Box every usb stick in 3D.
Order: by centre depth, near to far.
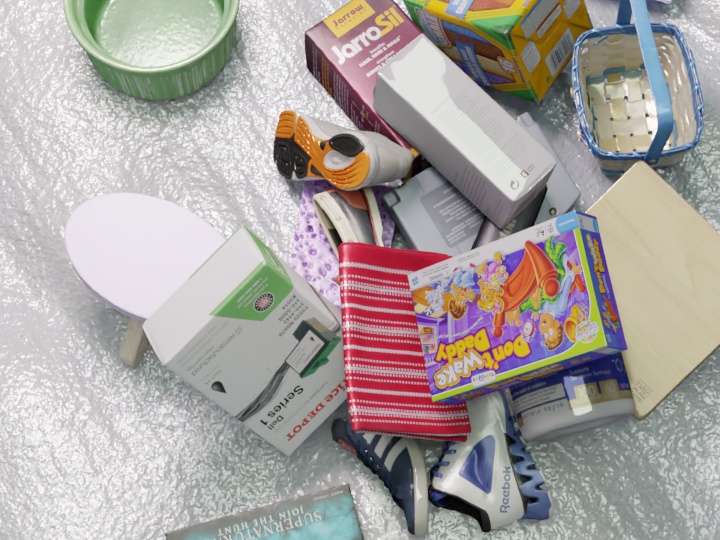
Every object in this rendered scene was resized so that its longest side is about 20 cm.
[{"bbox_3d":[0.146,-0.018,1.612,0.055,0.033,0.201,20,75,14],"label":"usb stick"}]

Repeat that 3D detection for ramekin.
[{"bbox_3d":[-0.234,-0.294,1.717,0.199,0.098,0.201,0,70,0],"label":"ramekin"}]

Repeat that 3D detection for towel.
[{"bbox_3d":[0.045,0.071,1.517,0.144,0.022,0.201,8,66,-30],"label":"towel"}]

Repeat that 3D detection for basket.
[{"bbox_3d":[0.302,-0.195,1.628,0.138,0.200,0.177,-6,69,-3],"label":"basket"}]

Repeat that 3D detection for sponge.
[{"bbox_3d":[-0.024,-0.006,1.650,0.111,0.030,0.201,10,70,2],"label":"sponge"}]

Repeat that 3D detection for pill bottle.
[{"bbox_3d":[0.199,0.063,1.523,0.119,0.120,0.201,-13,77,-5],"label":"pill bottle"}]

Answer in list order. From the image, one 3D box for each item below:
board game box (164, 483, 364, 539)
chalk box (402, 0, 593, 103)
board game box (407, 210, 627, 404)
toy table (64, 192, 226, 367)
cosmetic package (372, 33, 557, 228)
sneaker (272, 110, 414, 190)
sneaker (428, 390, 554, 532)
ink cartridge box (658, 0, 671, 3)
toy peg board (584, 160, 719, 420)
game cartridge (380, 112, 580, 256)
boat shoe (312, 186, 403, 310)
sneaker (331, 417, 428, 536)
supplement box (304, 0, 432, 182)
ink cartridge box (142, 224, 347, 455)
[{"bbox_3d":[-0.090,0.310,1.535,0.199,0.028,0.136,-15,70,-6],"label":"board game box"},{"bbox_3d":[0.139,-0.296,1.689,0.199,0.124,0.125,25,70,36],"label":"chalk box"},{"bbox_3d":[0.150,0.039,1.458,0.199,0.045,0.135,-22,71,32],"label":"board game box"},{"bbox_3d":[-0.214,0.005,1.599,0.200,0.117,0.184,36,73,11],"label":"toy table"},{"bbox_3d":[0.107,-0.146,1.576,0.074,0.102,0.200,-42,82,-13],"label":"cosmetic package"},{"bbox_3d":[-0.021,-0.128,1.649,0.092,0.200,0.076,1,107,-37],"label":"sneaker"},{"bbox_3d":[0.109,0.186,1.554,0.115,0.081,0.200,-23,73,-11],"label":"sneaker"},{"bbox_3d":[0.298,-0.418,1.794,0.197,0.043,0.201,17,69,6],"label":"ink cartridge box"},{"bbox_3d":[0.304,0.027,1.620,0.199,0.098,0.200,-44,74,2],"label":"toy peg board"},{"bbox_3d":[0.138,-0.073,1.658,0.199,0.040,0.134,-30,81,-13],"label":"game cartridge"},{"bbox_3d":[0.000,0.000,1.593,0.062,0.071,0.201,-7,66,-17],"label":"boat shoe"},{"bbox_3d":[0.017,0.188,1.559,0.084,0.075,0.201,-12,61,-6],"label":"sneaker"},{"bbox_3d":[0.038,-0.210,1.694,0.110,0.086,0.200,-36,74,-12],"label":"supplement box"},{"bbox_3d":[-0.096,0.075,1.512,0.146,0.200,0.084,-45,37,5],"label":"ink cartridge box"}]
